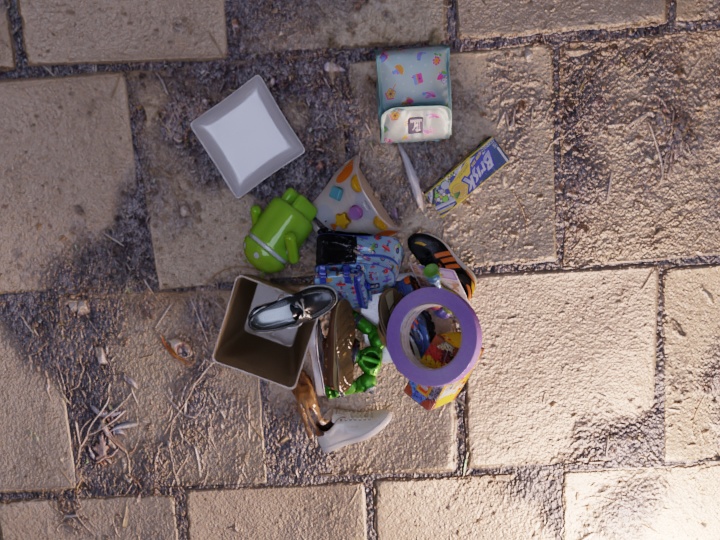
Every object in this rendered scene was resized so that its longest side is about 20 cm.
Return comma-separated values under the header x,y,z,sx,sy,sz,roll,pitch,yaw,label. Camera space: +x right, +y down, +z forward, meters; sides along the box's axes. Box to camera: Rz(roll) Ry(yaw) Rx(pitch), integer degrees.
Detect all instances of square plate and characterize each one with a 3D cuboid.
x,y,z,sx,sy,sz,roll,pitch,yaw,label
-0.255,-0.302,1.606,0.197,0.028,0.201,-32,99,7,square plate

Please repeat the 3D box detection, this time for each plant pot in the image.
x,y,z,sx,sy,sz,roll,pitch,yaw,label
-0.203,0.120,1.613,0.195,0.177,0.205,19,100,-2,plant pot

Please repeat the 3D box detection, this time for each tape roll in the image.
x,y,z,sx,sy,sz,roll,pitch,yaw,label
0.156,0.140,1.491,0.194,0.065,0.207,-3,81,20,tape roll

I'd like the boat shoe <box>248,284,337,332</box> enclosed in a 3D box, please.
x,y,z,sx,sy,sz,roll,pitch,yaw,label
-0.142,0.086,1.486,0.195,0.060,0.077,-22,99,4,boat shoe

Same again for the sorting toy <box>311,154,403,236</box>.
x,y,z,sx,sy,sz,roll,pitch,yaw,label
-0.032,-0.122,1.618,0.178,0.107,0.202,-30,100,26,sorting toy

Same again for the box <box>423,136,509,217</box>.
x,y,z,sx,sy,sz,roll,pitch,yaw,label
0.238,-0.213,1.599,0.199,0.064,0.070,-40,98,8,box

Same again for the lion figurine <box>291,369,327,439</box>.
x,y,z,sx,sy,sz,roll,pitch,yaw,label
-0.129,0.298,1.645,0.071,0.199,0.125,-24,107,-14,lion figurine

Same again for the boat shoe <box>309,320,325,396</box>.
x,y,z,sx,sy,sz,roll,pitch,yaw,label
-0.083,0.202,1.682,0.066,0.072,0.206,-6,104,4,boat shoe

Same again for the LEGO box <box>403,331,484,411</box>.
x,y,z,sx,sy,sz,roll,pitch,yaw,label
0.194,0.226,1.613,0.076,0.199,0.151,34,100,21,LEGO box

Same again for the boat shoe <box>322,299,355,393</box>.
x,y,z,sx,sy,sz,roll,pitch,yaw,label
-0.056,0.164,1.555,0.066,0.071,0.207,7,99,36,boat shoe

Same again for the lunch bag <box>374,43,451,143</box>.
x,y,z,sx,sy,sz,roll,pitch,yaw,label
0.115,-0.380,1.541,0.165,0.122,0.206,-4,110,-1,lunch bag

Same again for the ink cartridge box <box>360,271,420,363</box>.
x,y,z,sx,sy,sz,roll,pitch,yaw,label
0.079,0.114,1.685,0.157,0.050,0.206,-8,89,3,ink cartridge box

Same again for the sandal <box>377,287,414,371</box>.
x,y,z,sx,sy,sz,roll,pitch,yaw,label
0.071,0.139,1.589,0.053,0.080,0.205,6,120,45,sandal

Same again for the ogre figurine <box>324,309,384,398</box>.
x,y,z,sx,sy,sz,roll,pitch,yaw,label
-0.006,0.201,1.621,0.117,0.099,0.204,14,63,11,ogre figurine

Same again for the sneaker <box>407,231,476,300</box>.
x,y,z,sx,sy,sz,roll,pitch,yaw,label
0.186,-0.006,1.619,0.199,0.091,0.070,40,122,-8,sneaker

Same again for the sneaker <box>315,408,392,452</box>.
x,y,z,sx,sy,sz,roll,pitch,yaw,label
-0.021,0.369,1.714,0.196,0.073,0.086,-24,103,7,sneaker

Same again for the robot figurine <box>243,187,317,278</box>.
x,y,z,sx,sy,sz,roll,pitch,yaw,label
-0.185,-0.082,1.594,0.174,0.116,0.202,35,87,38,robot figurine

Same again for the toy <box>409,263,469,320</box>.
x,y,z,sx,sy,sz,roll,pitch,yaw,label
0.182,0.066,1.588,0.113,0.048,0.202,9,144,33,toy

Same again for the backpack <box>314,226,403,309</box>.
x,y,z,sx,sy,sz,roll,pitch,yaw,label
0.000,0.000,1.578,0.194,0.184,0.138,0,61,1,backpack

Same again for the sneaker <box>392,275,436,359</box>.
x,y,z,sx,sy,sz,roll,pitch,yaw,label
0.121,0.116,1.631,0.077,0.075,0.205,-18,91,22,sneaker
